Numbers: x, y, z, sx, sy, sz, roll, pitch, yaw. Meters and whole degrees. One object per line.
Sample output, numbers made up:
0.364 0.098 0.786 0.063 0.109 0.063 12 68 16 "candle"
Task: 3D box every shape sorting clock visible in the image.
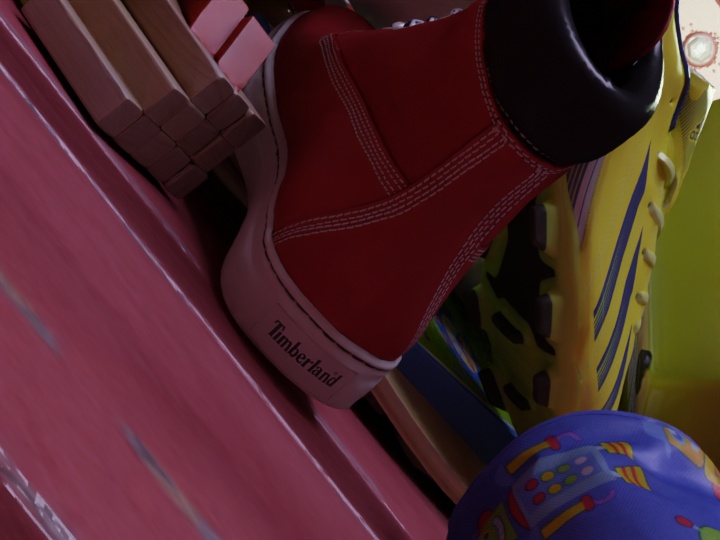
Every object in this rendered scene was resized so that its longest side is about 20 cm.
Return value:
0.000 0.000 0.894 0.200 0.039 0.200 54 13 -18 "shape sorting clock"

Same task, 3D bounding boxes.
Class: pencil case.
0.085 0.112 0.625 0.087 0.078 0.200 23 18 -25 "pencil case"

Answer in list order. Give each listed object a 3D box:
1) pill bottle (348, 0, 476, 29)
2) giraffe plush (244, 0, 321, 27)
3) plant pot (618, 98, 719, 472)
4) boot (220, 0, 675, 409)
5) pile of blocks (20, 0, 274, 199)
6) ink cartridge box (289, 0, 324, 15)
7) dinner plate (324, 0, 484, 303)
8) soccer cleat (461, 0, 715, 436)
-0.002 -0.170 0.837 0.200 0.109 0.110 57 2 -25 "pill bottle"
-0.056 -0.179 1.042 0.200 0.172 0.163 23 37 -47 "giraffe plush"
0.182 0.059 0.940 0.199 0.180 0.201 -81 176 -52 "plant pot"
0.031 -0.058 0.758 0.072 0.144 0.200 41 18 -18 "boot"
-0.075 -0.105 0.787 0.082 0.062 0.200 50 5 -39 "pile of blocks"
-0.016 -0.088 1.158 0.176 0.084 0.200 48 7 -47 "ink cartridge box"
0.033 -0.033 0.959 0.201 0.024 0.200 56 12 -19 "dinner plate"
0.079 -0.029 0.827 0.065 0.083 0.201 35 -51 58 "soccer cleat"
